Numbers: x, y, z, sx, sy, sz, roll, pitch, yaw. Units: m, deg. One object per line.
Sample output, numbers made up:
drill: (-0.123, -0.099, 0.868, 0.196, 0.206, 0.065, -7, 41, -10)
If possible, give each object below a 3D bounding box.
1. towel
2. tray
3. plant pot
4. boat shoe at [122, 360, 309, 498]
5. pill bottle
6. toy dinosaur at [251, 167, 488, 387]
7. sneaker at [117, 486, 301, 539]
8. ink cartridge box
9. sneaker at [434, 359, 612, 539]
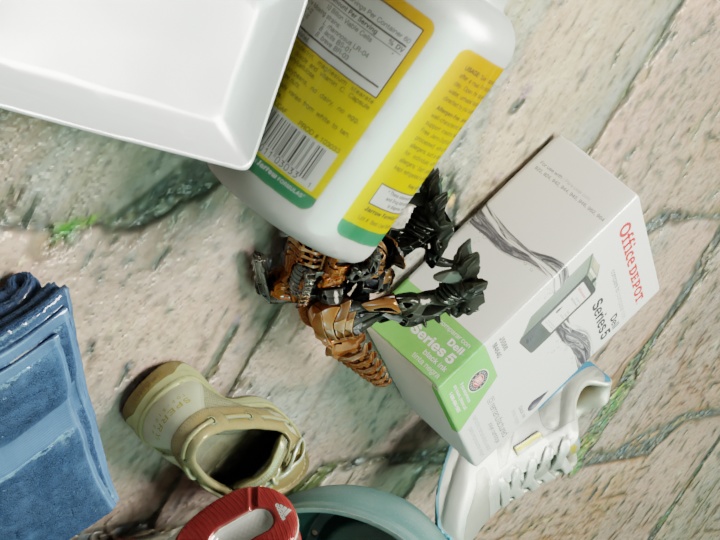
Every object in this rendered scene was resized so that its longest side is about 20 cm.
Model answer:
towel: (-0.200, 0.096, 0.997, 0.112, 0.049, 0.200, -32, 147, -24)
tray: (-0.111, -0.118, 0.858, 0.200, 0.022, 0.108, 12, 101, -49)
plant pot: (-0.006, 0.240, 1.301, 0.201, 0.200, 0.134, -61, 175, 21)
boat shoe: (-0.081, 0.118, 1.161, 0.073, 0.063, 0.201, -47, 150, -2)
pill bottle: (0.013, -0.114, 0.969, 0.200, 0.113, 0.113, -55, 149, 11)
toy dinosaur: (0.000, 0.000, 1.130, 0.135, 0.102, 0.200, -18, 159, -6)
sneaker: (-0.126, 0.222, 1.176, 0.200, 0.078, 0.116, -19, 147, -4)
ink cartridge box: (0.114, 0.023, 1.285, 0.200, 0.084, 0.146, -43, 150, -9)
sneaker: (0.123, 0.138, 1.387, 0.200, 0.081, 0.077, -54, 156, -27)
